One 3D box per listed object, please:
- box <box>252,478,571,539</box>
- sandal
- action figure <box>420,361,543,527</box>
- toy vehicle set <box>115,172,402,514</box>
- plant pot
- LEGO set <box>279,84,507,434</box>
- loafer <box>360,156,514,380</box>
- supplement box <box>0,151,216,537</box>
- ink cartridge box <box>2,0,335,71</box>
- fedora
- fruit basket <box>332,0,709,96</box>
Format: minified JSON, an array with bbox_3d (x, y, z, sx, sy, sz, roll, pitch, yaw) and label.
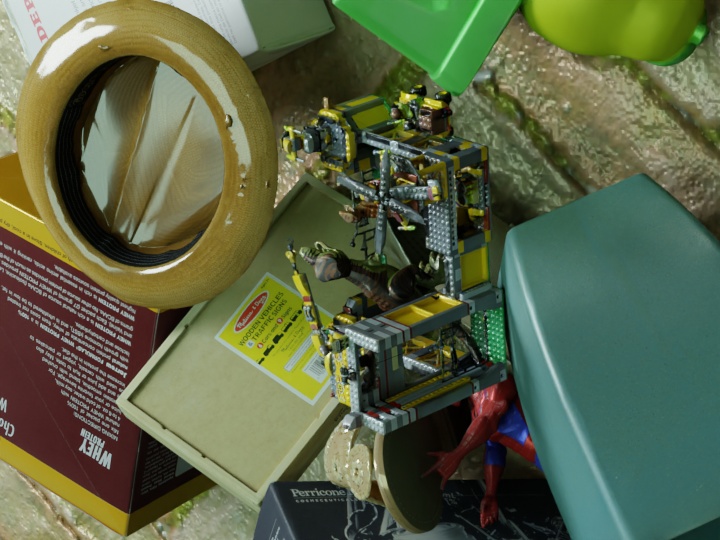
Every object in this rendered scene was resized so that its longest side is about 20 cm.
[{"bbox_3d":[0.048,0.222,1.248,0.182,0.199,0.105,-121,40,-51],"label":"box"},{"bbox_3d":[0.014,0.115,1.262,0.069,0.212,0.078,-15,99,17],"label":"sandal"},{"bbox_3d":[0.110,0.136,1.246,0.200,0.099,0.065,37,158,7],"label":"action figure"},{"bbox_3d":[-0.047,0.045,1.319,0.124,0.200,0.027,33,165,24],"label":"toy vehicle set"},{"bbox_3d":[0.160,0.061,1.157,0.141,0.141,0.201,90,155,-69],"label":"plant pot"},{"bbox_3d":[0.000,0.000,1.184,0.153,0.115,0.201,30,129,42],"label":"LEGO set"},{"bbox_3d":[0.070,0.001,1.261,0.200,0.068,0.076,40,87,21],"label":"loafer"},{"bbox_3d":[-0.181,0.040,1.445,0.197,0.133,0.201,26,121,28],"label":"supplement box"},{"bbox_3d":[-0.134,-0.183,1.356,0.199,0.087,0.146,-22,92,39],"label":"ink cartridge box"},{"bbox_3d":[-0.120,-0.078,1.280,0.199,0.082,0.202,10,113,25],"label":"fedora"},{"bbox_3d":[0.103,-0.196,1.157,0.214,0.156,0.217,-2,131,-2],"label":"fruit basket"}]
